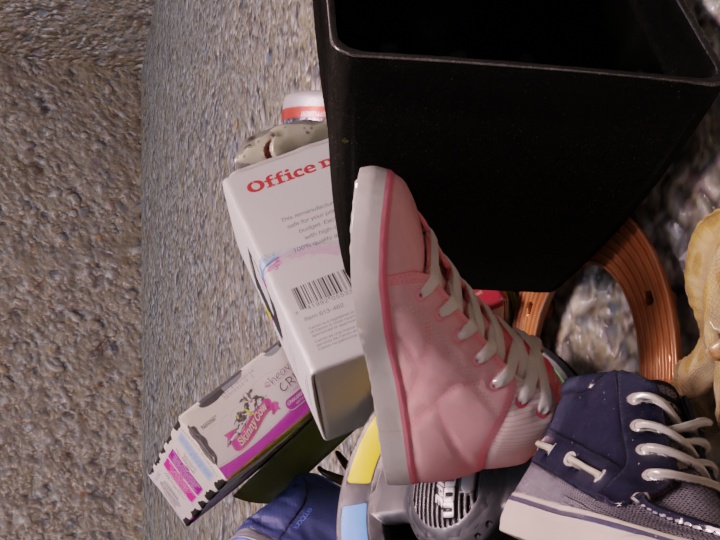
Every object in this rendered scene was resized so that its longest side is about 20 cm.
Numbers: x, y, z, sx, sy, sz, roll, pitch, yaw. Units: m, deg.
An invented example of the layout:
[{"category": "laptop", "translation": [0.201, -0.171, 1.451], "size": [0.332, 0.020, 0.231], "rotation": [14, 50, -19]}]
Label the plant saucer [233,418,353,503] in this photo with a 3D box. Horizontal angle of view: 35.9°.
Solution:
[{"category": "plant saucer", "translation": [-0.027, 0.140, 0.969], "size": [0.031, 0.199, 0.200], "rotation": [48, 151, 6]}]

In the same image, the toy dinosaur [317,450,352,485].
[{"category": "toy dinosaur", "translation": [-0.026, 0.219, 0.946], "size": [0.086, 0.199, 0.135], "rotation": [58, -170, 21]}]

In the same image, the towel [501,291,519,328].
[{"category": "towel", "translation": [0.078, -0.019, 0.843], "size": [0.200, 0.018, 0.087], "rotation": [-124, 16, -61]}]

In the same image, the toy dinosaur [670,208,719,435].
[{"category": "toy dinosaur", "translation": [0.176, -0.001, 0.496], "size": [0.101, 0.057, 0.203], "rotation": [-118, 36, -61]}]

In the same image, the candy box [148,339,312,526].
[{"category": "candy box", "translation": [-0.092, 0.127, 0.897], "size": [0.061, 0.136, 0.200], "rotation": [49, 154, 7]}]

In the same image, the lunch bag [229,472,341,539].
[{"category": "lunch bag", "translation": [-0.021, 0.270, 0.829], "size": [0.132, 0.199, 0.137], "rotation": [-39, -27, -48]}]

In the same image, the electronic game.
[{"category": "electronic game", "translation": [0.061, 0.133, 0.669], "size": [0.199, 0.041, 0.202], "rotation": [-27, 47, 33]}]

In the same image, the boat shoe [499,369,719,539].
[{"category": "boat shoe", "translation": [0.130, 0.091, 0.486], "size": [0.094, 0.074, 0.200], "rotation": [-67, 18, -11]}]

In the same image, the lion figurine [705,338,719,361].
[{"category": "lion figurine", "translation": [0.203, 0.035, 0.375], "size": [0.123, 0.072, 0.201], "rotation": [50, 138, 16]}]

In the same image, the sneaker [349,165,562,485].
[{"category": "sneaker", "translation": [0.052, 0.031, 0.583], "size": [0.076, 0.103, 0.202], "rotation": [-83, -14, -54]}]

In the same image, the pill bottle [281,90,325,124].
[{"category": "pill bottle", "translation": [-0.026, -0.063, 1.059], "size": [0.111, 0.110, 0.203], "rotation": [-177, 91, -72]}]

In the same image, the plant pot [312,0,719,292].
[{"category": "plant pot", "translation": [0.064, -0.098, 0.648], "size": [0.201, 0.196, 0.179], "rotation": [-98, 13, -48]}]

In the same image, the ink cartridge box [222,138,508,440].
[{"category": "ink cartridge box", "translation": [0.000, 0.000, 0.811], "size": [0.083, 0.144, 0.201], "rotation": [82, 164, -49]}]

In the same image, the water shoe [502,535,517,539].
[{"category": "water shoe", "translation": [0.075, 0.226, 0.732], "size": [0.071, 0.078, 0.203], "rotation": [168, 106, -71]}]

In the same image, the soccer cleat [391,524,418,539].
[{"category": "soccer cleat", "translation": [0.050, 0.146, 0.779], "size": [0.081, 0.067, 0.202], "rotation": [122, 172, -61]}]

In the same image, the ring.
[{"category": "ring", "translation": [0.138, 0.062, 0.666], "size": [0.200, 0.019, 0.204], "rotation": [-176, 90, -72]}]

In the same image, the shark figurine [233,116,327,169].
[{"category": "shark figurine", "translation": [-0.003, -0.072, 0.965], "size": [0.129, 0.214, 0.089], "rotation": [-55, 21, -17]}]
